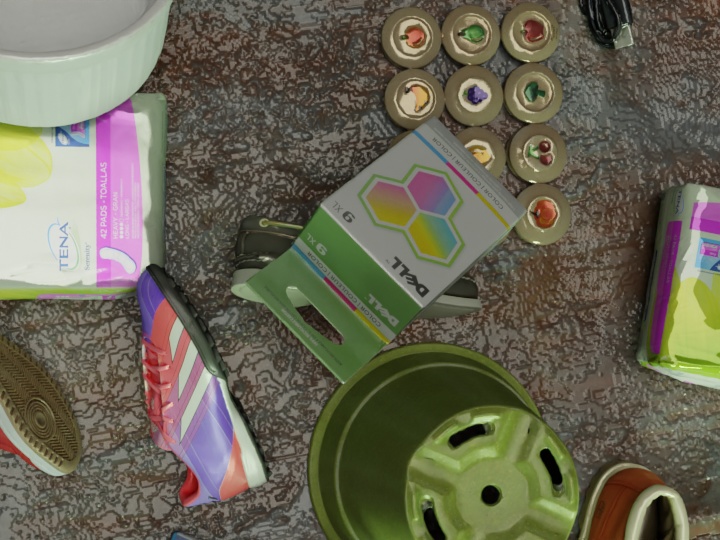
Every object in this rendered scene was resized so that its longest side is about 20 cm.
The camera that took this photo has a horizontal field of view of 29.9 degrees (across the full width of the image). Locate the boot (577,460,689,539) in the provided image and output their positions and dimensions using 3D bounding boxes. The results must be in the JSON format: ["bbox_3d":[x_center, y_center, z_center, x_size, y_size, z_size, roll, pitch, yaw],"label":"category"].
[{"bbox_3d":[0.202,0.252,1.048,0.075,0.107,0.200,12,87,-11],"label":"boot"}]

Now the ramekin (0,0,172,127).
[{"bbox_3d":[-0.230,-0.199,0.962,0.200,0.098,0.201,5,60,-8],"label":"ramekin"}]

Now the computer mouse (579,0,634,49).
[{"bbox_3d":[0.274,-0.267,1.108,0.200,0.053,0.139,-13,89,-10],"label":"computer mouse"}]

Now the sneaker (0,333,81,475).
[{"bbox_3d":[-0.303,0.094,0.984,0.112,0.071,0.200,-28,121,20],"label":"sneaker"}]

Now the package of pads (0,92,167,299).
[{"bbox_3d":[-0.245,-0.053,1.001,0.200,0.068,0.155,0,86,-9],"label":"package of pads"}]

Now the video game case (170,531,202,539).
[{"bbox_3d":[-0.078,0.295,0.990,0.200,0.018,0.143,18,83,23],"label":"video game case"}]

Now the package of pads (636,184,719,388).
[{"bbox_3d":[0.332,0.026,1.091,0.200,0.068,0.155,11,85,-9],"label":"package of pads"}]

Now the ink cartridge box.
[{"bbox_3d":[0.023,-0.019,0.980,0.104,0.059,0.200,46,50,5],"label":"ink cartridge box"}]

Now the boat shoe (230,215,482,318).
[{"bbox_3d":[0.001,-0.001,1.039,0.202,0.072,0.060,8,73,-18],"label":"boat shoe"}]

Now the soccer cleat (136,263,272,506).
[{"bbox_3d":[-0.130,0.089,0.989,0.073,0.068,0.200,-25,119,-8],"label":"soccer cleat"}]

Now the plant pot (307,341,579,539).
[{"bbox_3d":[0.072,0.155,0.986,0.200,0.190,0.200,0,88,-9],"label":"plant pot"}]

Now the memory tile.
[{"bbox_3d":[0.093,-0.116,1.088,0.153,0.017,0.200,-3,89,-10],"label":"memory tile"}]
